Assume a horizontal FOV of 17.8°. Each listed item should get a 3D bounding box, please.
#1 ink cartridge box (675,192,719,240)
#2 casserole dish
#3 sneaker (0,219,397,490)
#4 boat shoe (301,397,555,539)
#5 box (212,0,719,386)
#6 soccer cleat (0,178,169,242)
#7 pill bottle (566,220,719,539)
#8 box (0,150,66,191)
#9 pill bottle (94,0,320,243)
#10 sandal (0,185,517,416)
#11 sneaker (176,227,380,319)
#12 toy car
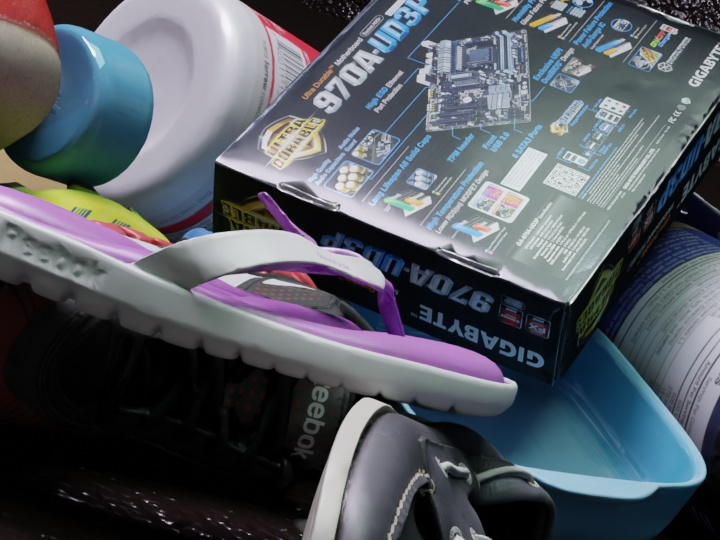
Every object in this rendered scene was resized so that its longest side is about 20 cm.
[{"bbox_3d":[0.119,-0.013,1.129,0.196,0.043,0.200,38,-9,8],"label":"ink cartridge box"},{"bbox_3d":[0.056,0.054,0.897,0.120,0.039,0.200,8,20,-19],"label":"casserole dish"},{"bbox_3d":[-0.057,0.031,0.780,0.098,0.071,0.200,27,12,35],"label":"sneaker"},{"bbox_3d":[0.022,0.079,0.675,0.062,0.073,0.200,18,5,9],"label":"boat shoe"},{"bbox_3d":[0.055,-0.054,0.956,0.158,0.046,0.200,22,45,18],"label":"box"},{"bbox_3d":[-0.141,0.004,0.850,0.199,0.065,0.084,15,40,-48],"label":"soccer cleat"},{"bbox_3d":[0.167,0.058,0.956,0.111,0.113,0.200,12,12,-37],"label":"pill bottle"},{"bbox_3d":[-0.198,-0.054,1.104,0.199,0.021,0.163,26,11,29],"label":"box"},{"bbox_3d":[-0.036,-0.046,1.070,0.112,0.113,0.200,29,0,45],"label":"pill bottle"},{"bbox_3d":[-0.039,-0.001,0.701,0.201,0.050,0.082,18,3,-15],"label":"sandal"},{"bbox_3d":[0.000,0.000,1.005,0.199,0.091,0.078,10,13,-41],"label":"sneaker"},{"bbox_3d":[-0.197,-0.134,0.890,0.176,0.202,0.184,-17,-21,34],"label":"toy car"}]
